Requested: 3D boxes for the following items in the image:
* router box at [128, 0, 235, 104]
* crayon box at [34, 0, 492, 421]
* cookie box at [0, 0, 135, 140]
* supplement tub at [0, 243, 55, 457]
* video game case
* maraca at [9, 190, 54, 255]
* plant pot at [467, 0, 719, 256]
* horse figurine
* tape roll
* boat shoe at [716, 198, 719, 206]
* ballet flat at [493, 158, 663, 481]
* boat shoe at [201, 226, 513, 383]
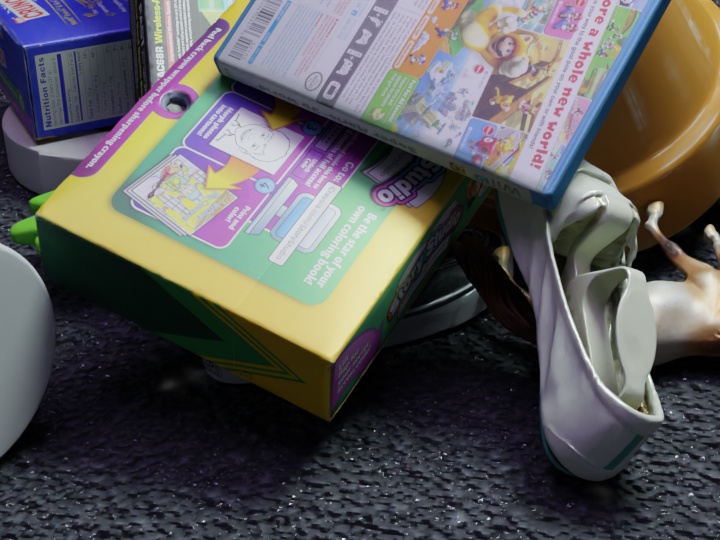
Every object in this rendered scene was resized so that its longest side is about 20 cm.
[{"bbox_3d":[-0.078,-0.180,0.999,0.149,0.062,0.201,0,70,-17],"label":"router box"},{"bbox_3d":[-0.040,-0.042,0.780,0.172,0.058,0.200,26,54,15],"label":"crayon box"},{"bbox_3d":[-0.168,-0.175,1.097,0.199,0.075,0.171,-13,31,-20],"label":"cookie box"},{"bbox_3d":[-0.266,0.021,0.753,0.200,0.132,0.132,19,35,35],"label":"supplement tub"},{"bbox_3d":[0.042,-0.128,0.764,0.200,0.018,0.143,24,73,22],"label":"video game case"},{"bbox_3d":[-0.110,-0.046,0.894,0.199,0.107,0.137,-9,20,7],"label":"maraca"},{"bbox_3d":[0.117,-0.137,0.877,0.200,0.183,0.201,-14,49,16],"label":"plant pot"},{"bbox_3d":[0.149,0.014,0.797,0.199,0.050,0.133,-4,39,-13],"label":"horse figurine"},{"bbox_3d":[-0.161,-0.105,1.086,0.202,0.037,0.203,-2,27,1],"label":"tape roll"},{"bbox_3d":[0.204,-0.106,0.985,0.072,0.072,0.200,-42,40,-4],"label":"boat shoe"},{"bbox_3d":[0.113,0.002,0.724,0.069,0.070,0.201,-4,60,-2],"label":"ballet flat"},{"bbox_3d":[0.000,0.000,0.830,0.199,0.068,0.072,-16,30,-23],"label":"boat shoe"}]
